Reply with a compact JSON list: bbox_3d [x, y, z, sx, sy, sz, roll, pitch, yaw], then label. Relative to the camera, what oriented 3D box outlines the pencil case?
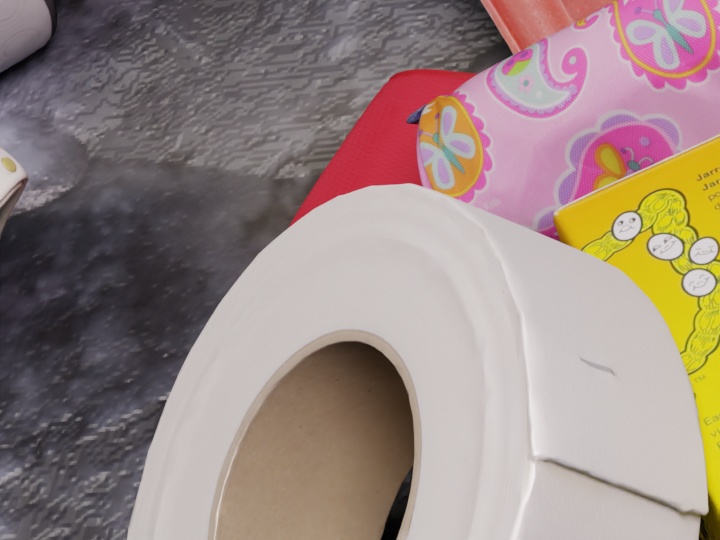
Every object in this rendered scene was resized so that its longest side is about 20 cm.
[{"bbox_3d":[0.113,-0.061,0.942,0.200,0.087,0.088,-28,38,30],"label":"pencil case"}]

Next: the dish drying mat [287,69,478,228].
[{"bbox_3d":[0.000,0.000,1.020,0.077,0.018,0.200,10,53,29],"label":"dish drying mat"}]

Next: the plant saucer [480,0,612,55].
[{"bbox_3d":[0.105,-0.191,1.029,0.199,0.037,0.200,-39,75,29],"label":"plant saucer"}]

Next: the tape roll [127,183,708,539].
[{"bbox_3d":[0.011,0.078,0.825,0.202,0.071,0.203,-31,48,42],"label":"tape roll"}]

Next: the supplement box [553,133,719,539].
[{"bbox_3d":[0.152,0.055,0.833,0.109,0.109,0.200,-24,43,-1],"label":"supplement box"}]

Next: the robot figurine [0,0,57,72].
[{"bbox_3d":[-0.211,-0.124,1.151,0.200,0.150,0.125,-33,57,-11],"label":"robot figurine"}]

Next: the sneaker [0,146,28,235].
[{"bbox_3d":[-0.216,-0.003,1.073,0.200,0.116,0.074,-42,3,31],"label":"sneaker"}]
